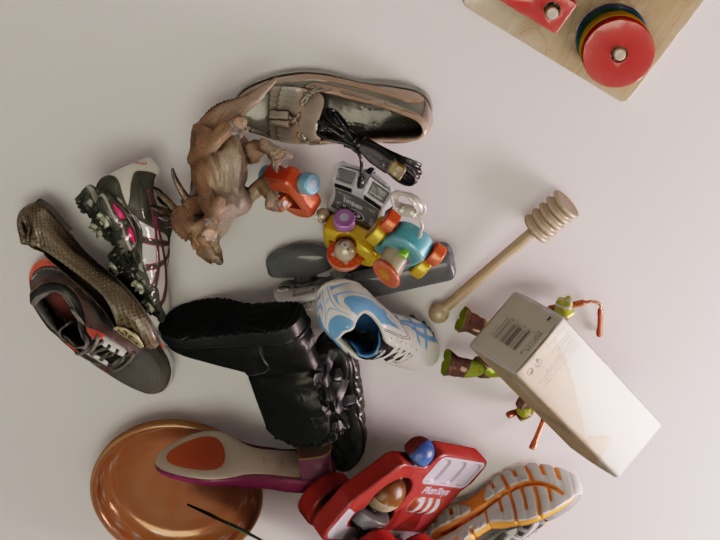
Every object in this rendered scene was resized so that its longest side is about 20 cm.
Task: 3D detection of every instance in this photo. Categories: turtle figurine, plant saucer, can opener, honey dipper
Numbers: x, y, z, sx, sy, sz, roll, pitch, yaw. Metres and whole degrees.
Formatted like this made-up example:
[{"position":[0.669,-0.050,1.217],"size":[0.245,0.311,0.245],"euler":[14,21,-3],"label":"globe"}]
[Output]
[{"position":[0.173,0.109,1.490],"size":[0.161,0.064,0.200],"euler":[16,117,-8],"label":"turtle figurine"},{"position":[-0.212,0.252,1.585],"size":[0.200,0.037,0.200],"euler":[0,119,0],"label":"plant saucer"},{"position":[0.000,0.000,1.438],"size":[0.200,0.053,0.067],"euler":[-8,117,4],"label":"can opener"},{"position":[0.145,-0.009,1.444],"size":[0.038,0.038,0.200],"euler":[41,114,-19],"label":"honey dipper"}]

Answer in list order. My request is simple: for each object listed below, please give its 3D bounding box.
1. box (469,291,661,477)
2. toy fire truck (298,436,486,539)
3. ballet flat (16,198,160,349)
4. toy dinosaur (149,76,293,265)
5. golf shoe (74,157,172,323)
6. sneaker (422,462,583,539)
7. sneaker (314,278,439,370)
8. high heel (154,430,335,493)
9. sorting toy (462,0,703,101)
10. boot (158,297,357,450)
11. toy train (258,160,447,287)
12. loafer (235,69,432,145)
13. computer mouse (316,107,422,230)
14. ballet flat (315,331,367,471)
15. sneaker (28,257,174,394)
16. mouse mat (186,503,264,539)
[{"position":[0.215,0.120,1.418],"size":[0.078,0.095,0.200],"euler":[-49,120,-6],"label":"box"},{"position":[0.040,0.251,1.515],"size":[0.168,0.112,0.200],"euler":[-51,145,12],"label":"toy fire truck"},{"position":[-0.285,0.011,1.412],"size":[0.200,0.046,0.067],"euler":[49,154,-3],"label":"ballet flat"},{"position":[-0.143,-0.099,1.337],"size":[0.086,0.135,0.200],"euler":[6,98,-39],"label":"toy dinosaur"},{"position":[-0.220,-0.026,1.410],"size":[0.088,0.077,0.200],"euler":[-42,145,-24],"label":"golf shoe"},{"position":[0.171,0.291,1.591],"size":[0.200,0.078,0.077],"euler":[-27,129,18],"label":"sneaker"},{"position":[0.020,0.073,1.437],"size":[0.072,0.073,0.200],"euler":[-27,145,24],"label":"sneaker"},{"position":[-0.127,0.229,1.525],"size":[0.200,0.068,0.096],"euler":[0,141,-2],"label":"high heel"},{"position":[0.232,-0.277,1.278],"size":[0.199,0.070,0.200],"euler":[28,115,-14],"label":"sorting toy"},{"position":[-0.109,0.111,1.465],"size":[0.198,0.073,0.163],"euler":[-1,127,29],"label":"boot"},{"position":[-0.015,-0.042,1.341],"size":[0.200,0.056,0.150],"euler":[16,154,37],"label":"toy train"},{"position":[-0.027,-0.156,1.348],"size":[0.200,0.063,0.072],"euler":[1,118,0],"label":"loafer"},{"position":[0.005,-0.087,1.355],"size":[0.110,0.044,0.200],"euler":[27,159,7],"label":"computer mouse"},{"position":[-0.018,0.145,1.523],"size":[0.066,0.057,0.200],"euler":[13,127,17],"label":"ballet flat"},{"position":[-0.285,0.076,1.464],"size":[0.077,0.082,0.200],"euler":[-40,111,19],"label":"sneaker"},{"position":[-0.094,0.309,1.521],"size":[0.200,0.161,0.008],"euler":[30,77,-15],"label":"mouse mat"}]
